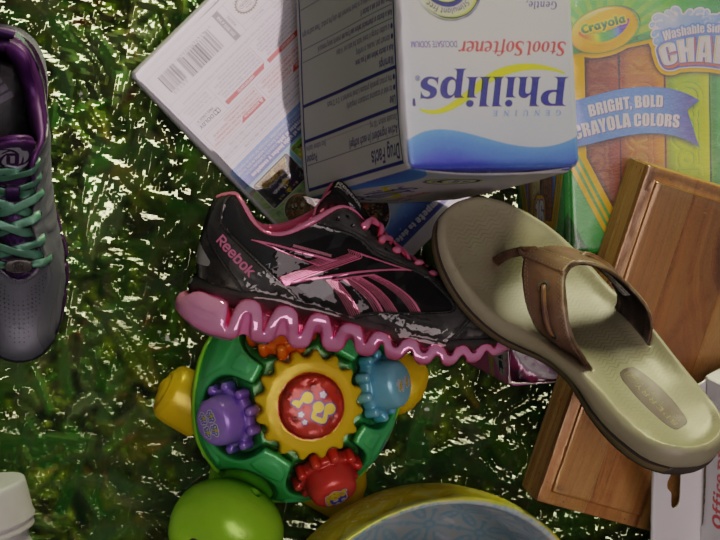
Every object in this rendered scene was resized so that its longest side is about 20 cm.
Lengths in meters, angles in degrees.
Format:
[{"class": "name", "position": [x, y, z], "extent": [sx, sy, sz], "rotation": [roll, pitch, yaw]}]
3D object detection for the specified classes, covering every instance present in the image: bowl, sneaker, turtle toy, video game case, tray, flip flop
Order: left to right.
[{"class": "sneaker", "position": [-0.209, -0.043, 1.233], "extent": [0.074, 0.088, 0.201], "rotation": [-6, 95, -10]}, {"class": "turtle toy", "position": [-0.047, 0.095, 1.266], "extent": [0.145, 0.101, 0.200], "rotation": [30, 88, -11]}, {"class": "video game case", "position": [-0.021, -0.096, 1.300], "extent": [0.143, 0.018, 0.200], "rotation": [-45, 100, -5]}, {"class": "sneaker", "position": [0.000, 0.000, 1.188], "extent": [0.199, 0.079, 0.096], "rotation": [8, 91, -8]}, {"class": "bowl", "position": [0.024, 0.206, 1.276], "extent": [0.199, 0.108, 0.201], "rotation": [-7, 110, -19]}, {"class": "flip flop", "position": [0.121, 0.026, 1.145], "extent": [0.081, 0.058, 0.200], "rotation": [-28, 62, -31]}, {"class": "tray", "position": [0.172, 0.046, 1.220], "extent": [0.098, 0.037, 0.201], "rotation": [16, 97, -14]}]

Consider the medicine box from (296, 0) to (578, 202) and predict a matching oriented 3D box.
[{"class": "medicine box", "position": [0.037, -0.145, 1.203], "extent": [0.103, 0.182, 0.201], "rotation": [-2, 88, -18]}]

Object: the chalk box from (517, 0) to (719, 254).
[{"class": "chalk box", "position": [0.164, -0.114, 1.279], "extent": [0.124, 0.124, 0.201], "rotation": [-3, 95, -10]}]

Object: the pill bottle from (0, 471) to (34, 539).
[{"class": "pill bottle", "position": [-0.215, 0.225, 1.240], "extent": [0.111, 0.111, 0.201], "rotation": [-12, 96, -10]}]

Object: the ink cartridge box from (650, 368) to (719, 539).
[{"class": "ink cartridge box", "position": [0.257, 0.101, 1.220], "extent": [0.200, 0.067, 0.116], "rotation": [-23, 123, -35]}]

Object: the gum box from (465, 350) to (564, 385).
[{"class": "gum box", "position": [0.171, 0.025, 1.296], "extent": [0.199, 0.113, 0.066], "rotation": [-4, 95, -11]}]
